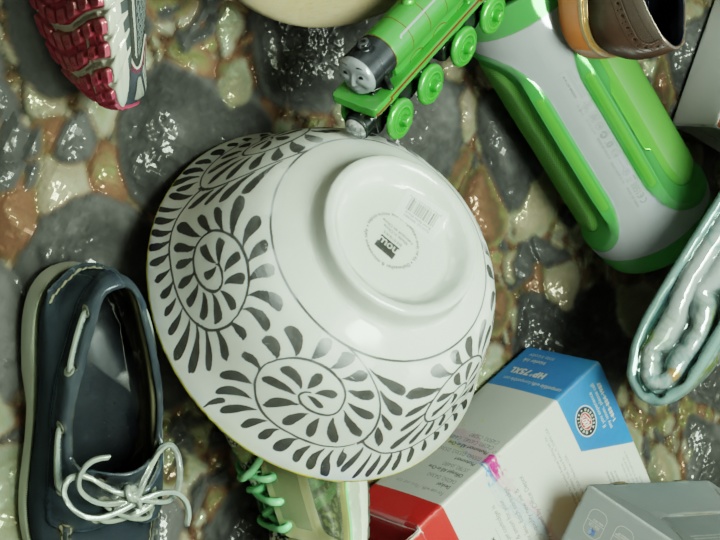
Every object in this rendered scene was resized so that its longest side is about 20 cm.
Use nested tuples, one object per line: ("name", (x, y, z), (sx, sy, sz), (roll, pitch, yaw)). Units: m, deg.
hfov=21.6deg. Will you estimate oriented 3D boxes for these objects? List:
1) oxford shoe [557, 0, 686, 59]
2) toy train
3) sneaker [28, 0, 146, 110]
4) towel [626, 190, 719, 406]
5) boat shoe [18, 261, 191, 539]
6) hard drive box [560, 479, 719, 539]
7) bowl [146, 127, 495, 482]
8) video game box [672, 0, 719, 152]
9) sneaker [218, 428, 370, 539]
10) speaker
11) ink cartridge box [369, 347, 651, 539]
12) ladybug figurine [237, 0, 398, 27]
("oxford shoe", (0.153, -0.213, 1.006), (0.071, 0.073, 0.200), (-12, 106, -38))
("toy train", (0.051, -0.146, 0.996), (0.200, 0.042, 0.056), (-50, 146, -29))
("sneaker", (-0.116, -0.176, 0.913), (0.075, 0.081, 0.200), (-10, 109, -33))
("towel", (0.228, -0.007, 1.132), (0.200, 0.048, 0.171), (-59, 165, 5))
("boat shoe", (-0.128, 0.095, 0.960), (0.075, 0.062, 0.200), (-5, 99, -37))
("hard drive box", (0.158, 0.229, 1.117), (0.156, 0.077, 0.200), (9, 109, -54))
("bowl", (0.000, 0.000, 0.969), (0.201, 0.094, 0.201), (13, 62, -26))
("video game box", (0.310, -0.152, 1.256), (0.182, 0.047, 0.200), (24, 82, -33))
("sneaker", (-0.043, 0.106, 1.027), (0.089, 0.077, 0.200), (13, 82, -27))
("speaker", (0.134, -0.094, 1.111), (0.088, 0.088, 0.200), (-47, 120, -22))
("ink cartridge box", (0.075, 0.151, 1.111), (0.200, 0.067, 0.116), (-38, 118, -26))
("ladybug figurine", (-0.014, -0.201, 0.991), (0.200, 0.072, 0.136), (-21, 117, -37))
